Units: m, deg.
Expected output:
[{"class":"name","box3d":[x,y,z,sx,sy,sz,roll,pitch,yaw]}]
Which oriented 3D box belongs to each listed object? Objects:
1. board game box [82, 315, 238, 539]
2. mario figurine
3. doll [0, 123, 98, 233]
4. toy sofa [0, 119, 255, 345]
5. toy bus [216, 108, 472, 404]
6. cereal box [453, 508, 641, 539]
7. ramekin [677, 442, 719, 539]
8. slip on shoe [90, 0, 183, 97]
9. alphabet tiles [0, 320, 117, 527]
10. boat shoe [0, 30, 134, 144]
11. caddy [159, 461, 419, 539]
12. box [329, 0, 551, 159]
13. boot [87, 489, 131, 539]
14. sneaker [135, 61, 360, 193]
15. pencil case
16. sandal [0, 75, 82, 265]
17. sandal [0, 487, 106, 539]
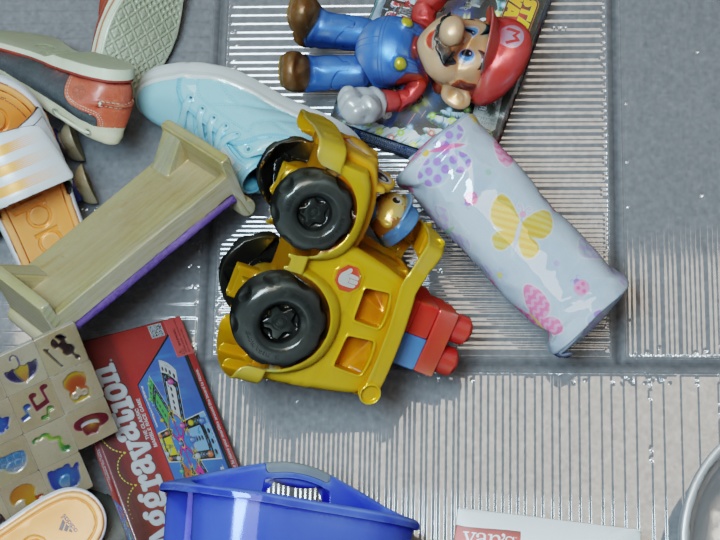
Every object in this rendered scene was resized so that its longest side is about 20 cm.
[{"class":"board game box","box3d":[-0.154,0.139,1.406,0.103,0.019,0.201,-15,72,-27]},{"class":"mario figurine","box3d":[0.035,-0.183,1.414,0.199,0.106,0.124,3,109,13]},{"class":"doll","box3d":[-0.321,-0.052,1.480,0.199,0.048,0.137,-19,75,-1]},{"class":"toy sofa","box3d":[-0.181,-0.014,1.403,0.200,0.098,0.083,-41,48,-20]},{"class":"toy bus","box3d":[0.000,0.000,1.370,0.191,0.136,0.201,17,104,-13]},{"class":"cereal box","box3d":[0.131,0.286,1.353,0.143,0.040,0.201,5,75,6]},{"class":"ramekin","box3d":[0.331,0.209,1.326,0.199,0.105,0.201,-1,74,5]},{"class":"slip on shoe","box3d":[-0.190,-0.236,1.520,0.061,0.074,0.201,6,80,46]},{"class":"alphabet tiles","box3d":[-0.285,0.120,1.325,0.200,0.008,0.168,-25,117,-15]},{"class":"boat shoe","box3d":[-0.259,-0.156,1.475,0.200,0.071,0.063,21,112,38]},{"class":"caddy","box3d":[-0.055,0.194,1.327,0.199,0.141,0.105,13,80,-24]},{"class":"box","box3d":[0.072,-0.186,1.491,0.136,0.040,0.201,18,77,8]},{"class":"boot","box3d":[-0.262,0.211,1.396,0.200,0.077,0.139,30,74,-2]},{"class":"sneaker","box3d":[-0.098,-0.107,1.451,0.199,0.074,0.082,18,42,10]},{"class":"pencil case","box3d":[0.118,-0.029,1.399,0.083,0.091,0.200,-42,88,-5]},{"class":"sandal","box3d":[-0.256,-0.059,1.410,0.079,0.059,0.207,-29,113,-11]},{"class":"sandal","box3d":[-0.276,0.231,1.317,0.207,0.059,0.079,-42,87,-13]}]
